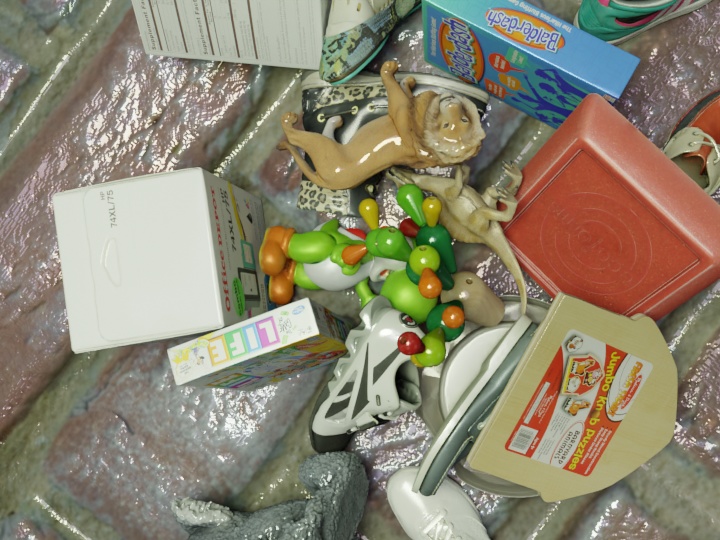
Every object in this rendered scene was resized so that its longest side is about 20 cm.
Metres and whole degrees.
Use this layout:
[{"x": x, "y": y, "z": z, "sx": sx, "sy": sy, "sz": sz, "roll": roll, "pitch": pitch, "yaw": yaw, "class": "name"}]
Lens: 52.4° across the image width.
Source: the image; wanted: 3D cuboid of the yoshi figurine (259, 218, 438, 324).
[{"x": -0.001, "y": 0.010, "z": 0.764, "sx": 0.199, "sy": 0.112, "sz": 0.113, "roll": 1, "pitch": 104, "yaw": 5, "class": "yoshi figurine"}]

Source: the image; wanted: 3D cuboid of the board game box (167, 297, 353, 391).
[{"x": -0.083, "y": 0.079, "z": 0.717, "sx": 0.134, "sy": 0.200, "sz": 0.034, "roll": -20, "pitch": 76, "yaw": 7, "class": "board game box"}]

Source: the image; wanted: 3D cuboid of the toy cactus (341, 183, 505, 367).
[{"x": 0.068, "y": 0.016, "z": 0.676, "sx": 0.102, "sy": 0.165, "sz": 0.201, "roll": -41, "pitch": 39, "yaw": 24, "class": "toy cactus"}]

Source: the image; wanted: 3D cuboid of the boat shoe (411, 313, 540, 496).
[{"x": 0.121, "y": 0.138, "z": 0.695, "sx": 0.062, "sy": 0.073, "sz": 0.200, "roll": 35, "pitch": 86, "yaw": 8, "class": "boat shoe"}]

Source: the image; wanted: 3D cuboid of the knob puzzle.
[{"x": 0.215, "y": 0.127, "z": 0.687, "sx": 0.219, "sy": 0.030, "sz": 0.221, "roll": -6, "pitch": 110, "yaw": -17, "class": "knob puzzle"}]

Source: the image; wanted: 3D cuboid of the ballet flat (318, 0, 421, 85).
[{"x": 0.005, "y": -0.263, "z": 0.742, "sx": 0.074, "sy": 0.074, "sz": 0.200, "roll": 27, "pitch": 51, "yaw": 8, "class": "ballet flat"}]

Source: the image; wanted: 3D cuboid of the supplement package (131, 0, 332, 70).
[{"x": -0.125, "y": -0.293, "z": 0.764, "sx": 0.199, "sy": 0.110, "sz": 0.114, "roll": 7, "pitch": 48, "yaw": 7, "class": "supplement package"}]

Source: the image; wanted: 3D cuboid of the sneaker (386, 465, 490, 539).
[{"x": 0.102, "y": 0.286, "z": 0.741, "sx": 0.075, "sy": 0.088, "sz": 0.200, "roll": -42, "pitch": 83, "yaw": 5, "class": "sneaker"}]

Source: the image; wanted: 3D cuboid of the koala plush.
[{"x": -0.101, "y": 0.293, "z": 0.737, "sx": 0.199, "sy": 0.184, "sz": 0.178, "roll": -6, "pitch": 103, "yaw": 29, "class": "koala plush"}]

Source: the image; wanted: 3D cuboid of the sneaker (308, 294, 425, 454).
[{"x": 0.011, "y": 0.129, "z": 0.731, "sx": 0.088, "sy": 0.074, "sz": 0.201, "roll": 35, "pitch": 125, "yaw": 19, "class": "sneaker"}]

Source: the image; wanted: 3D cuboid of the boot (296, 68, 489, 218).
[{"x": 0.029, "y": -0.130, "z": 0.780, "sx": 0.202, "sy": 0.073, "sz": 0.155, "roll": 7, "pitch": 92, "yaw": 9, "class": "boot"}]

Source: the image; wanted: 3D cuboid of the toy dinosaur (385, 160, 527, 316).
[{"x": 0.120, "y": -0.056, "z": 0.722, "sx": 0.200, "sy": 0.058, "sz": 0.101, "roll": 44, "pitch": 138, "yaw": 7, "class": "toy dinosaur"}]

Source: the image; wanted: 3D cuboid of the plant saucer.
[{"x": 0.226, "y": -0.030, "z": 0.697, "sx": 0.200, "sy": 0.200, "sz": 0.037, "roll": 45, "pitch": 51, "yaw": 7, "class": "plant saucer"}]

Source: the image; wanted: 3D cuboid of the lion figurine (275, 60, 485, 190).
[{"x": 0.014, "y": -0.121, "z": 0.695, "sx": 0.199, "sy": 0.072, "sz": 0.123, "roll": -27, "pitch": 65, "yaw": 19, "class": "lion figurine"}]

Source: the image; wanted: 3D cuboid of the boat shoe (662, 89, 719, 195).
[{"x": 0.331, "y": -0.102, "z": 0.740, "sx": 0.071, "sy": 0.063, "sz": 0.200, "roll": 37, "pitch": 91, "yaw": 9, "class": "boat shoe"}]

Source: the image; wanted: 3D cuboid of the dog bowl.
[{"x": 0.154, "y": 0.126, "z": 0.756, "sx": 0.199, "sy": 0.059, "sz": 0.201, "roll": 0, "pitch": 88, "yaw": 8, "class": "dog bowl"}]

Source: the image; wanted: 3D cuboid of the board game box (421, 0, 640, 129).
[{"x": 0.157, "y": -0.208, "z": 0.722, "sx": 0.199, "sy": 0.152, "sz": 0.045, "roll": 30, "pitch": 89, "yaw": 8, "class": "board game box"}]

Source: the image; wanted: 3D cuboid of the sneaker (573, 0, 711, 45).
[{"x": 0.310, "y": -0.303, "z": 0.721, "sx": 0.199, "sy": 0.121, "sz": 0.084, "roll": -31, "pitch": 84, "yaw": 5, "class": "sneaker"}]

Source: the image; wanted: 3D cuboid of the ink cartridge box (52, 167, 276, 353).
[{"x": -0.184, "y": -0.005, "z": 0.735, "sx": 0.145, "sy": 0.200, "sz": 0.148, "roll": -9, "pitch": 87, "yaw": 7, "class": "ink cartridge box"}]
